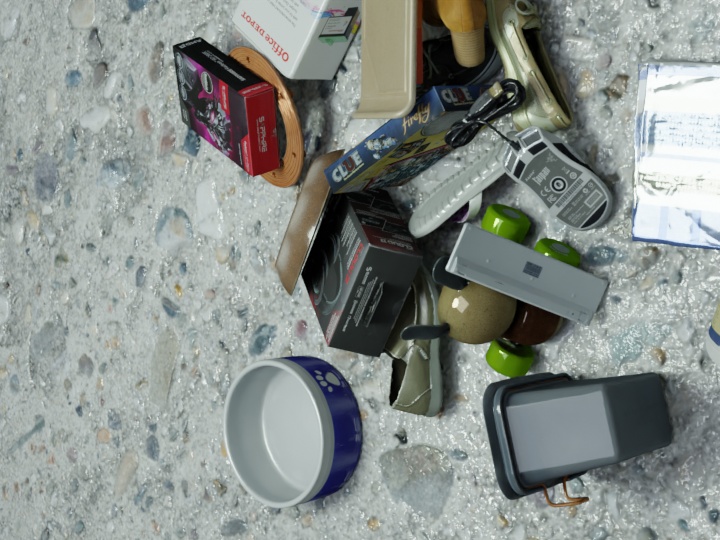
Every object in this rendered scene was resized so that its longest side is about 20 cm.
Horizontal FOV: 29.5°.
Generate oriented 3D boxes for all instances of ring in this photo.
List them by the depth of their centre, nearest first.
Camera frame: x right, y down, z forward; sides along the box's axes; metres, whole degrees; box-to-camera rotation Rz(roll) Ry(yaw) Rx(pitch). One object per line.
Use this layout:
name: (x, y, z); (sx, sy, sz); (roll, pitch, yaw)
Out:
ring: (-0.129, -0.209, 1.859); (0.200, 0.019, 0.201); (40, 142, 40)

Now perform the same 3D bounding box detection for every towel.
towel: (0.355, -0.123, 1.447); (0.146, 0.024, 0.201); (9, 101, 41)

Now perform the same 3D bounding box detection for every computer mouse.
computer mouse: (0.200, -0.123, 1.542); (0.200, 0.044, 0.110); (42, 116, -2)

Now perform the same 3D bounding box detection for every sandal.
sandal: (0.131, -0.089, 1.638); (0.050, 0.083, 0.203); (39, 131, -15)

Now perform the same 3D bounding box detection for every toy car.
toy car: (0.124, 0.028, 1.553); (0.158, 0.200, 0.165); (38, 117, 35)

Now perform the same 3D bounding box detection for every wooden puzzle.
wooden puzzle: (0.038, -0.277, 1.601); (0.185, 0.037, 0.201); (-162, 76, -71)

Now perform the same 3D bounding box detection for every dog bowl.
dog bowl: (-0.095, 0.217, 1.857); (0.200, 0.079, 0.201); (4, 96, 43)

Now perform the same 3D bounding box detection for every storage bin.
storage bin: (0.242, 0.175, 1.466); (0.134, 0.200, 0.146); (-14, 83, 34)

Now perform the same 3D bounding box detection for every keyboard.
keyboard: (0.185, 0.006, 1.501); (0.011, 0.199, 0.056); (21, 90, 64)

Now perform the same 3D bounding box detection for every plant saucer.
plant saucer: (-0.069, -0.067, 1.748); (0.037, 0.201, 0.201); (20, 112, -3)

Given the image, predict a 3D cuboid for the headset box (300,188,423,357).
headset box: (0.000, 0.000, 1.698); (0.200, 0.077, 0.149); (-112, 40, -58)

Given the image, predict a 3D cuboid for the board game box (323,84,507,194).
board game box: (0.068, -0.157, 1.638); (0.200, 0.135, 0.035); (-34, 75, 39)

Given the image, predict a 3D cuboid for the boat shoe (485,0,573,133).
boat shoe: (0.193, -0.254, 1.561); (0.063, 0.073, 0.202); (-14, 85, 32)

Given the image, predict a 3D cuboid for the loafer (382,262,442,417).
loafer: (0.060, 0.085, 1.693); (0.075, 0.069, 0.201); (177, 88, -73)

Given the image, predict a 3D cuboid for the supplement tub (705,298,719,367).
supplement tub: (0.427, 0.012, 1.304); (0.144, 0.144, 0.201); (31, 113, 38)

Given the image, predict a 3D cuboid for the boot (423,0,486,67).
boot: (0.102, -0.341, 1.568); (0.202, 0.070, 0.144); (-110, 7, -49)

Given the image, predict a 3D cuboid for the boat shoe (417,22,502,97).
boat shoe: (0.090, -0.245, 1.655); (0.200, 0.071, 0.072); (-22, 78, 42)

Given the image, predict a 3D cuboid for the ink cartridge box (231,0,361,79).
ink cartridge box: (-0.065, -0.370, 1.784); (0.145, 0.084, 0.200); (47, 123, 31)

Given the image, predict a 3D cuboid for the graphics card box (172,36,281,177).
graphics card box: (-0.184, -0.226, 1.869); (0.200, 0.051, 0.126); (40, 144, 42)
